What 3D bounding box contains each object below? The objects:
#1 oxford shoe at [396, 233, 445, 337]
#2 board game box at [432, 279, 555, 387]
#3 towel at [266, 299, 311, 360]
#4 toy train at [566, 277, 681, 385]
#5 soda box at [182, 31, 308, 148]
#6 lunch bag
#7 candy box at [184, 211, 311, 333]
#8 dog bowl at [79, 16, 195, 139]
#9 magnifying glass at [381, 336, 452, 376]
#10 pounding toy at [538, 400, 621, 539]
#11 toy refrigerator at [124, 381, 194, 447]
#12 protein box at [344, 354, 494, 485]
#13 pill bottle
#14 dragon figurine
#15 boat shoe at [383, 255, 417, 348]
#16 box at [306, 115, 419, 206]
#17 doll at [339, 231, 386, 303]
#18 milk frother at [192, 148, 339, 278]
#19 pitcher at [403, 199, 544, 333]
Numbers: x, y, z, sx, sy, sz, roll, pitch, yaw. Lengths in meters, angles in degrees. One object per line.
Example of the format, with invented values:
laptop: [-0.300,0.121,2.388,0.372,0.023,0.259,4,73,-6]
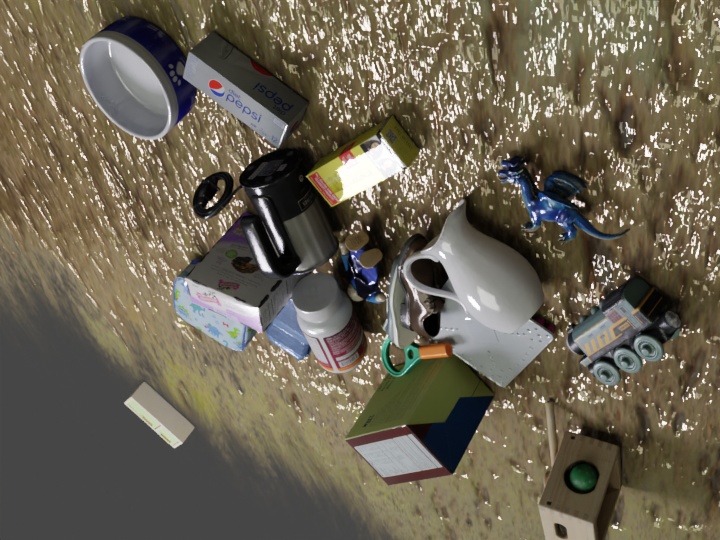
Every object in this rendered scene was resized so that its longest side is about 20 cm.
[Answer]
oxford shoe: [0.113,0.028,1.439,0.084,0.072,0.202,29,141,41]
board game box: [0.216,0.099,1.486,0.199,0.026,0.201,35,143,4]
towel: [-0.137,0.103,1.762,0.111,0.049,0.201,32,144,8]
toy train: [0.398,0.095,1.294,0.114,0.085,0.200,48,146,7]
soda box: [-0.186,-0.293,1.368,0.199,0.068,0.064,37,144,2]
lunch bag: [-0.311,0.076,1.847,0.198,0.083,0.162,29,143,11]
candy box: [-0.200,0.000,1.578,0.166,0.201,0.072,21,141,21]
dog bowl: [-0.389,-0.335,1.482,0.198,0.079,0.202,22,141,19]
magnifying glass: [0.103,0.157,1.600,0.199,0.022,0.081,-14,84,53]
pounding toy: [0.385,0.380,1.535,0.141,0.185,0.201,12,145,28]
toy refrigerator: [-0.583,0.420,2.445,0.200,0.070,0.076,44,142,-9]
protein box: [0.113,0.282,1.619,0.135,0.199,0.199,47,142,-13]
pill bottle: [-0.059,0.101,1.618,0.108,0.110,0.201,15,148,27]
dragon figurine: [0.282,-0.097,1.197,0.198,0.059,0.100,21,141,23]
boat shoe: [0.066,0.049,1.519,0.062,0.072,0.202,37,142,40]
box: [0.001,-0.172,1.357,0.199,0.050,0.075,-20,116,49]
doll: [0.000,0.000,1.520,0.137,0.048,0.201,52,163,19]
milk frother: [-0.170,-0.092,1.489,0.199,0.180,0.190,16,139,45]
pitcher: [0.177,0.015,1.342,0.200,0.121,0.172,45,126,0]
